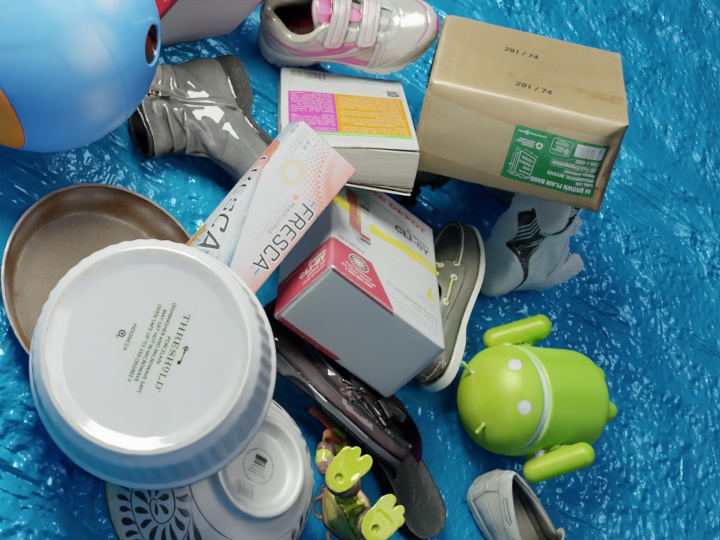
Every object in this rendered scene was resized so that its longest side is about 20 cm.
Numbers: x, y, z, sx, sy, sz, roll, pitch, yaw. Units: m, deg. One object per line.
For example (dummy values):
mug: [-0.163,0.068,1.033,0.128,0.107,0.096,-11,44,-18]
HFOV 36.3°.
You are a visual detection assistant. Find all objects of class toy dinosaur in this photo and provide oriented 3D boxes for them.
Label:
toy dinosaur: [0.076,-0.118,1.200,0.198,0.102,0.078,-12,85,-4]

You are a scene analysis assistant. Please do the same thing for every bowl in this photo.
bowl: [-0.109,0.177,0.950,0.200,0.094,0.202,17,61,-32]

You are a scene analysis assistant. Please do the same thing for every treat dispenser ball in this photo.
treat dispenser ball: [-0.266,-0.199,0.913,0.200,0.200,0.203,16,62,-33]

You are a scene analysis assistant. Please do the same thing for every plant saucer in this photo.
plant saucer: [-0.223,0.021,0.968,0.199,0.032,0.202,16,63,-34]

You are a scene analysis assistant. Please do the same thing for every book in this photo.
book: [-0.017,-0.150,1.106,0.132,0.048,0.201,7,31,-7]

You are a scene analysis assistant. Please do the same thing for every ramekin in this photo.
ramekin: [-0.164,0.068,0.857,0.200,0.094,0.204,1,77,-6]

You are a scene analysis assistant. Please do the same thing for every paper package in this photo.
paper package: [0.162,-0.164,1.125,0.198,0.104,0.191,14,35,2]

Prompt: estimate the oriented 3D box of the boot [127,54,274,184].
boot: [-0.154,-0.119,1.069,0.131,0.070,0.201,-13,69,-38]

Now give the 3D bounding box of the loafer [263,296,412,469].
loafer: [-0.022,0.103,1.036,0.200,0.072,0.063,40,84,1]

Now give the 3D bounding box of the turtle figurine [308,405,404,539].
turtle figurine: [-0.013,0.206,0.994,0.064,0.161,0.201,-19,74,-12]

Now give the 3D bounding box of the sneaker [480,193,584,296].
sneaker: [0.219,-0.049,1.255,0.114,0.200,0.075,3,43,-44]

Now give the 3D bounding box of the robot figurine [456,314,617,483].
robot figurine: [0.187,0.141,1.186,0.199,0.116,0.177,8,59,-38]

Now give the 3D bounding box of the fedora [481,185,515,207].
fedora: [0.178,-0.148,1.300,0.090,0.177,0.201,-37,103,-13]

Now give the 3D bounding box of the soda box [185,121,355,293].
soda box: [-0.095,-0.036,0.969,0.068,0.064,0.200,41,83,-17]

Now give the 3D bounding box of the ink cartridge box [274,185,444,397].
ink cartridge box: [0.000,0.000,1.070,0.145,0.083,0.201,36,28,-23]

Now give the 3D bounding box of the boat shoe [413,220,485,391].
boat shoe: [0.084,0.027,1.184,0.060,0.072,0.203,32,58,-30]

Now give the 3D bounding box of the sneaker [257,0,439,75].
sneaker: [-0.017,-0.254,1.144,0.198,0.088,0.082,-3,81,7]

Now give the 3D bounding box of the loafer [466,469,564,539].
loafer: [0.186,0.298,1.150,0.070,0.070,0.201,-39,97,-42]

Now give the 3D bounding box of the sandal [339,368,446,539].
sandal: [0.036,0.172,1.098,0.075,0.048,0.201,-31,92,-42]

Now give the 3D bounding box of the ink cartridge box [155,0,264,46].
ink cartridge box: [-0.186,-0.344,1.077,0.144,0.145,0.201,-24,88,-42]
